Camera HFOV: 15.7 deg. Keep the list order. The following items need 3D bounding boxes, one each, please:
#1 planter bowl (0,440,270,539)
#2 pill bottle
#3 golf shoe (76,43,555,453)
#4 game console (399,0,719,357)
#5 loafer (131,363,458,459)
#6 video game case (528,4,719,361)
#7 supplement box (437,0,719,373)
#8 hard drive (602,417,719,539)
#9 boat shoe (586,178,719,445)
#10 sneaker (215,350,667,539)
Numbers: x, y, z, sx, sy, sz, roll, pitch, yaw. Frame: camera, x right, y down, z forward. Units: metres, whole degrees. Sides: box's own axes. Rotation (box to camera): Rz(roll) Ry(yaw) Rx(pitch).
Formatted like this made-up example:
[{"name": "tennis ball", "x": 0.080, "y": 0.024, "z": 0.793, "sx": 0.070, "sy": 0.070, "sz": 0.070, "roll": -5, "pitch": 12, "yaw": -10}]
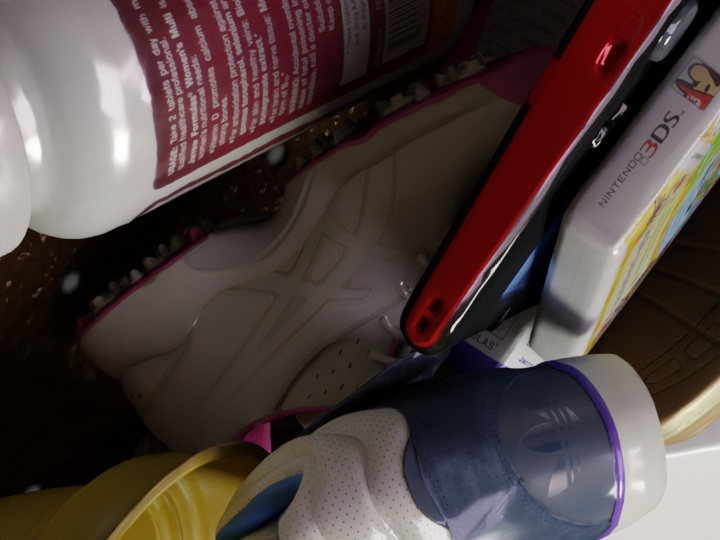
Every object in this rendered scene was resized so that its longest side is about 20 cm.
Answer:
[{"name": "planter bowl", "x": -0.105, "y": 0.135, "z": 0.830, "sx": 0.201, "sy": 0.083, "sz": 0.201, "roll": -52, "pitch": 154, "yaw": -39}, {"name": "pill bottle", "x": -0.069, "y": -0.077, "z": 0.794, "sx": 0.199, "sy": 0.109, "sz": 0.110, "roll": -28, "pitch": 132, "yaw": -30}, {"name": "golf shoe", "x": 0.000, "y": 0.000, "z": 0.865, "sx": 0.199, "sy": 0.092, "sz": 0.075, "roll": -34, "pitch": 179, "yaw": 28}, {"name": "game console", "x": 0.084, "y": -0.055, "z": 0.800, "sx": 0.178, "sy": 0.031, "sz": 0.200, "roll": -60, "pitch": 170, "yaw": 10}, {"name": "loafer", "x": -0.004, "y": 0.083, "z": 0.985, "sx": 0.199, "sy": 0.075, "sz": 0.069, "roll": -6, "pitch": 113, "yaw": -43}, {"name": "video game case", "x": 0.118, "y": -0.059, "z": 0.824, "sx": 0.182, "sy": 0.023, "sz": 0.200, "roll": -52, "pitch": 173, "yaw": -9}, {"name": "supplement box", "x": 0.091, "y": -0.048, "z": 0.978, "sx": 0.103, "sy": 0.101, "sz": 0.201, "roll": 29, "pitch": 93, "yaw": -50}, {"name": "hard drive", "x": 0.167, "y": 0.081, "z": 1.083, "sx": 0.198, "sy": 0.026, "sz": 0.132, "roll": -9, "pitch": 157, "yaw": -10}, {"name": "boat shoe", "x": 0.154, "y": -0.005, "z": 0.934, "sx": 0.200, "sy": 0.073, "sz": 0.063, "roll": -46, "pitch": 137, "yaw": -16}, {"name": "sneaker", "x": 0.002, "y": 0.087, "z": 0.853, "sx": 0.146, "sy": 0.081, "sz": 0.200, "roll": -15, "pitch": 167, "yaw": -21}]
